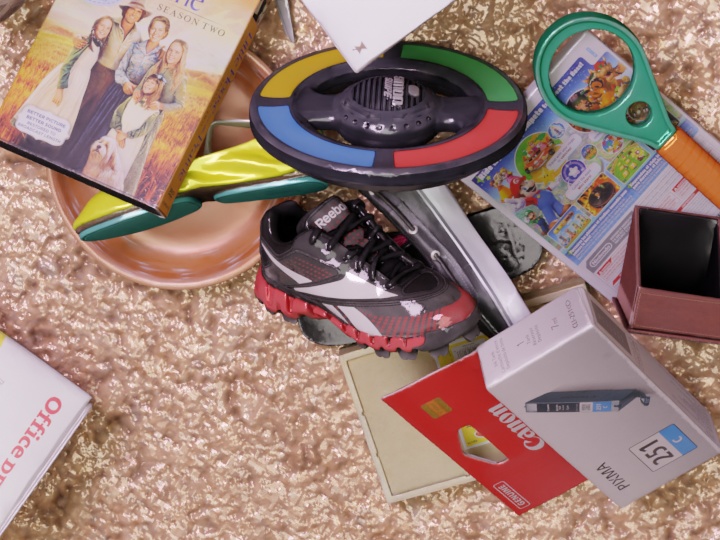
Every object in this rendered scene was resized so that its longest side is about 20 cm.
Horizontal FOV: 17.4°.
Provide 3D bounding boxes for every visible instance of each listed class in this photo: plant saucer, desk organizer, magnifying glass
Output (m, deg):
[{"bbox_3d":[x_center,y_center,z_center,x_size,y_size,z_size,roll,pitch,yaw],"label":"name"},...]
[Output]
[{"bbox_3d":[-0.138,-0.087,1.777,0.199,0.037,0.202,1,103,5],"label":"plant saucer"},{"bbox_3d":[0.292,0.011,1.724,0.199,0.072,0.077,8,108,-5],"label":"desk organizer"},{"bbox_3d":[0.206,-0.109,1.700,0.200,0.022,0.080,39,102,-20],"label":"magnifying glass"}]

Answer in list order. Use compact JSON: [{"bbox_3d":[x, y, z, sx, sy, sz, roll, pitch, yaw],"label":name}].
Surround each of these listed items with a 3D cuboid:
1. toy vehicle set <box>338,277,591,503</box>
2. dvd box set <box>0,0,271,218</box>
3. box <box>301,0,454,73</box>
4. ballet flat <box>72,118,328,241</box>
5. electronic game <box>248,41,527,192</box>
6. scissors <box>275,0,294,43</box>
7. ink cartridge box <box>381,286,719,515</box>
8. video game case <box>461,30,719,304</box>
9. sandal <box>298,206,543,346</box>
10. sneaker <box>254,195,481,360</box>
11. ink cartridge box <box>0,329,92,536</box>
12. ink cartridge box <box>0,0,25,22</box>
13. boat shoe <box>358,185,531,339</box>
[{"bbox_3d":[0.096,0.092,1.800,0.199,0.027,0.125,-16,100,8],"label":"toy vehicle set"},{"bbox_3d":[-0.164,-0.156,1.714,0.146,0.029,0.201,24,80,13],"label":"dvd box set"},{"bbox_3d":[0.007,-0.228,1.649,0.097,0.200,0.125,-35,98,11],"label":"box"},{"bbox_3d":[-0.119,-0.073,1.735,0.199,0.067,0.067,-13,80,5],"label":"ballet flat"},{"bbox_3d":[0.020,-0.113,1.677,0.199,0.200,0.042,3,121,5],"label":"electronic game"},{"bbox_3d":[-0.071,-0.272,1.742,0.073,0.014,0.201,-28,97,8],"label":"scissors"},{"bbox_3d":[0.142,0.114,1.726,0.176,0.045,0.200,-31,134,19],"label":"ink cartridge box"},{"bbox_3d":[0.190,-0.065,1.737,0.200,0.018,0.143,38,103,-19],"label":"video game case"},{"bbox_3d":[0.041,0.002,1.775,0.199,0.045,0.075,-20,100,9],"label":"sandal"},{"bbox_3d":[0.000,0.000,1.700,0.200,0.071,0.098,18,129,37],"label":"sneaker"},{"bbox_3d":[-0.324,0.098,1.787,0.200,0.083,0.145,36,84,-7],"label":"ink cartridge box"},{"bbox_3d":[-0.327,-0.258,1.693,0.200,0.161,0.050,44,99,-5],"label":"ink cartridge box"},{"bbox_3d":[0.070,-0.001,1.733,0.056,0.069,0.201,-34,89,0],"label":"boat shoe"}]
